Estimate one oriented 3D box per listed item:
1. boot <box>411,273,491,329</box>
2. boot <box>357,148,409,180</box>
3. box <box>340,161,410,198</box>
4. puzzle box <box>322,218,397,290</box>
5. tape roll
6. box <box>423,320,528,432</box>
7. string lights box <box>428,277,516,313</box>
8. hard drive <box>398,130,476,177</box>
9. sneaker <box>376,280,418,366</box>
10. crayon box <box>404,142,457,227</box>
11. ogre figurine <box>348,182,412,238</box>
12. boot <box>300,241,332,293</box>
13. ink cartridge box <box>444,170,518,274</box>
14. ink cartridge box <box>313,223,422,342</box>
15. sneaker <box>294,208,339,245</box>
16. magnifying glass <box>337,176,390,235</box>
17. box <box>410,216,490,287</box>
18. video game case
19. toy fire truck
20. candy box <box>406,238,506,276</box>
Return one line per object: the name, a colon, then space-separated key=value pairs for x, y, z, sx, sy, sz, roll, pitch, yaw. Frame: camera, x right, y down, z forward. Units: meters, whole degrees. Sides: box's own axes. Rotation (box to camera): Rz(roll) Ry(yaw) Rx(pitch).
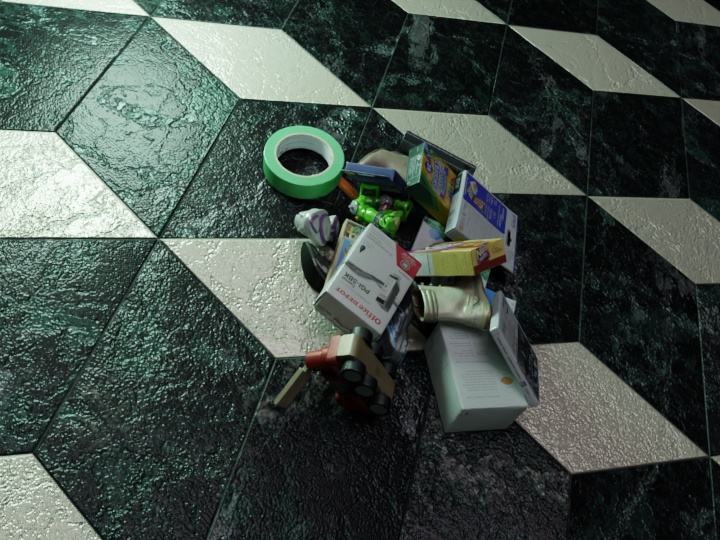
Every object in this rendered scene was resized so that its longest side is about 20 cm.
boot: x=0.182 y=0.048 z=1.463 sx=0.151 sy=0.073 sz=0.201 roll=4 pitch=31 yaw=-8
boot: x=0.099 y=-0.243 z=1.730 sx=0.145 sy=0.071 sz=0.198 roll=37 pitch=42 yaw=25
box: x=0.040 y=-0.213 z=1.613 sx=0.119 sy=0.200 sz=0.033 roll=12 pitch=87 yaw=18
puzzle box: x=0.000 y=0.000 z=1.488 sx=0.131 sy=0.025 sz=0.203 roll=24 pitch=59 yaw=-14
tape roll: x=-0.138 y=-0.265 z=1.680 sx=0.195 sy=0.049 sz=0.204 roll=6 pitch=52 yaw=-7
box: x=0.234 y=0.217 z=1.432 sx=0.149 sy=0.107 sz=0.203 roll=2 pitch=54 yaw=-18
string lights box: x=0.246 y=0.083 z=1.563 sx=0.196 sy=0.059 sz=0.104 roll=24 pitch=51 yaw=-1
hard drive: x=0.193 y=-0.290 z=1.766 sx=0.197 sy=0.140 sz=0.033 roll=28 pitch=91 yaw=-1
sneaker: x=0.073 y=0.099 z=1.477 sx=0.080 sy=0.074 sz=0.203 roll=18 pitch=57 yaw=-2
crayon box: x=0.191 y=-0.198 z=1.681 sx=0.199 sy=0.051 sz=0.128 roll=38 pitch=47 yaw=-35
ogre figurine: x=0.048 y=-0.146 z=1.608 sx=0.118 sy=0.099 sz=0.201 roll=22 pitch=44 yaw=11
boot: x=-0.026 y=0.003 z=1.531 sx=0.172 sy=0.069 sz=0.202 roll=-23 pitch=76 yaw=-31
ink cartridge box: x=0.298 y=-0.111 z=1.673 sx=0.199 sy=0.047 sz=0.200 roll=38 pitch=45 yaw=-23
ink cartridge box: x=0.017 y=0.030 z=1.416 sx=0.146 sy=0.083 sz=0.202 roll=37 pitch=57 yaw=-6
sneaker: x=-0.108 y=-0.095 z=1.515 sx=0.097 sy=0.200 sz=0.077 roll=8 pitch=90 yaw=9
magnifying glass: x=0.006 y=-0.159 z=1.684 sx=0.079 sy=0.023 sz=0.200 roll=-33 pitch=72 yaw=-34
box: x=0.217 y=-0.031 z=1.650 sx=0.197 sy=0.037 sz=0.146 roll=26 pitch=51 yaw=-1
video game case: x=0.322 y=0.157 z=1.434 sx=0.184 sy=0.023 sz=0.200 roll=59 pitch=21 yaw=-10
toy fire truck: x=-0.050 y=0.217 z=1.332 sx=0.196 sy=0.177 sz=0.131 roll=-10 pitch=46 yaw=27
candy box: x=0.199 y=-0.027 z=1.480 sx=0.115 sy=0.198 sz=0.058 roll=-18 pitch=102 yaw=-40
